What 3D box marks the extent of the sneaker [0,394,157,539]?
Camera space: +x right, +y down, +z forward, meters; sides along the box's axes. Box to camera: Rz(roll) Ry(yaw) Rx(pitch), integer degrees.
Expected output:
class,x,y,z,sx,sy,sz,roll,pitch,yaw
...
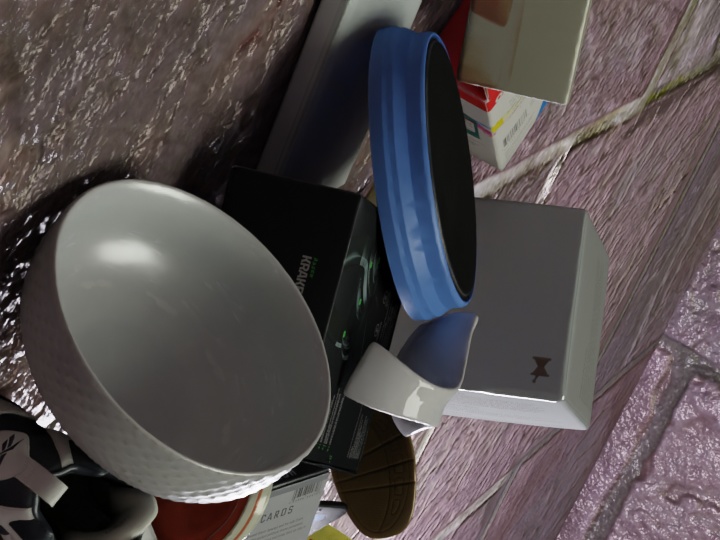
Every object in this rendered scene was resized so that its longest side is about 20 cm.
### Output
class,x,y,z,sx,sy,sz,roll,pitch,yaw
sneaker,-0.158,0.155,1.262,0.080,0.129,0.200,-47,136,-16

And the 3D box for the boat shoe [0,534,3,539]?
class,x,y,z,sx,sy,sz,roll,pitch,yaw
boat shoe,-0.232,0.218,1.404,0.065,0.073,0.201,-38,152,-26

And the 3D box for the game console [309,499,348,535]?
class,x,y,z,sx,sy,sz,roll,pitch,yaw
game console,-0.117,0.251,1.594,0.199,0.116,0.178,13,84,-53

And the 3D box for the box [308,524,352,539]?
class,x,y,z,sx,sy,sz,roll,pitch,yaw
box,-0.040,0.248,1.778,0.050,0.199,0.076,-48,162,-31

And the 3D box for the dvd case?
class,x,y,z,sx,sy,sz,roll,pitch,yaw
dvd case,-0.107,0.234,1.549,0.149,0.025,0.201,-14,133,-42

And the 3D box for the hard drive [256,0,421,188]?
class,x,y,z,sx,sy,sz,roll,pitch,yaw
hard drive,-0.013,-0.135,1.473,0.132,0.026,0.201,-32,150,-57

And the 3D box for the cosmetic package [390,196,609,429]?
class,x,y,z,sx,sy,sz,roll,pitch,yaw
cosmetic package,0.121,0.039,1.850,0.200,0.166,0.168,43,54,-74

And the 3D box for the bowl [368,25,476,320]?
class,x,y,z,sx,sy,sz,roll,pitch,yaw
bowl,0.046,-0.068,1.445,0.201,0.039,0.203,-7,90,-79

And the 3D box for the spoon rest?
class,x,y,z,sx,sy,sz,roll,pitch,yaw
spoon rest,0.044,0.076,1.444,0.100,0.060,0.200,-59,168,9

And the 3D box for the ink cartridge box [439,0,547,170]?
class,x,y,z,sx,sy,sz,roll,pitch,yaw
ink cartridge box,0.111,-0.174,1.695,0.117,0.067,0.200,-56,164,-11

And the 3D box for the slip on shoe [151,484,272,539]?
class,x,y,z,sx,sy,sz,roll,pitch,yaw
slip on shoe,-0.139,0.157,1.392,0.061,0.199,0.075,38,50,-40

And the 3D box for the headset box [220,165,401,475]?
class,x,y,z,sx,sy,sz,roll,pitch,yaw
headset box,-0.043,0.037,1.401,0.200,0.092,0.176,30,74,-76

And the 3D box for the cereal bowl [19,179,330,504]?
class,x,y,z,sx,sy,sz,roll,pitch,yaw
cereal bowl,-0.117,0.051,1.229,0.083,0.201,0.200,-42,176,36

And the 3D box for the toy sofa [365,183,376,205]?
class,x,y,z,sx,sy,sz,roll,pitch,yaw
toy sofa,0.000,0.000,1.614,0.098,0.082,0.200,-60,171,13

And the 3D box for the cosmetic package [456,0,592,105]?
class,x,y,z,sx,sy,sz,roll,pitch,yaw
cosmetic package,0.130,-0.234,1.501,0.104,0.086,0.202,-70,172,-65

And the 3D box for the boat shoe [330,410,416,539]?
class,x,y,z,sx,sy,sz,roll,pitch,yaw
boat shoe,0.001,0.121,1.746,0.071,0.202,0.065,-16,-177,4
